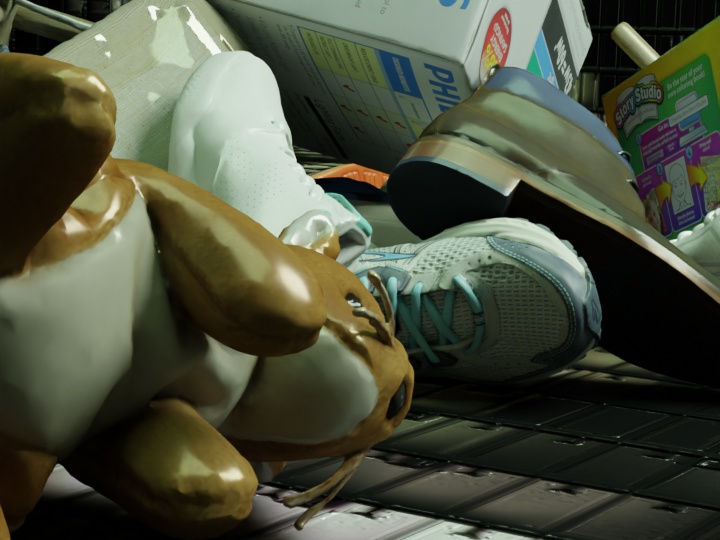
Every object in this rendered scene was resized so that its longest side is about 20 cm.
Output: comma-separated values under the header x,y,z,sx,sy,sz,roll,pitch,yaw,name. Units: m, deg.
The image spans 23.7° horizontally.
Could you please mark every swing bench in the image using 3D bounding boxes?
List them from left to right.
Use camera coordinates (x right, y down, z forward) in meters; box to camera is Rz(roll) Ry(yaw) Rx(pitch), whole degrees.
x,y,z,sx,sy,sz,roll,pitch,yaw,name
-0.164,-0.058,0.820,0.199,0.131,0.199,2,25,21,swing bench

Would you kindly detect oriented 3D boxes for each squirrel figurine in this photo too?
x,y,z,sx,sy,sz,roll,pitch,yaw,name
-0.085,0.012,0.525,0.199,0.143,0.186,11,5,40,squirrel figurine

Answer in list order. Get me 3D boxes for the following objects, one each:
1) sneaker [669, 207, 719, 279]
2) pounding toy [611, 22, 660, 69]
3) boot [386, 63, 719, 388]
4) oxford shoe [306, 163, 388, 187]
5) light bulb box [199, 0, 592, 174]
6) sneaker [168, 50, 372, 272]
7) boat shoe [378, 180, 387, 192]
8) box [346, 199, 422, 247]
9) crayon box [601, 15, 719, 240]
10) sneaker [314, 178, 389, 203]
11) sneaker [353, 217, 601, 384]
x,y,z,sx,sy,sz,roll,pitch,yaw,name
0.183,0.006,0.872,0.075,0.082,0.200,-3,7,-26,sneaker
0.290,-0.084,1.172,0.198,0.186,0.142,0,-2,-15,pounding toy
0.119,-0.026,0.796,0.199,0.075,0.097,30,51,4,boot
-0.041,-0.038,1.202,0.199,0.072,0.073,-5,5,-44,oxford shoe
0.007,-0.145,0.946,0.199,0.125,0.198,18,-15,20,light bulb box
-0.037,-0.023,0.740,0.088,0.075,0.201,-10,44,14,sneaker
0.027,-0.027,1.080,0.073,0.070,0.199,-17,14,-36,boat shoe
0.000,0.000,0.901,0.199,0.069,0.082,6,9,32,box
0.217,-0.077,0.998,0.058,0.120,0.200,-6,-10,-20,crayon box
0.013,-0.025,0.999,0.199,0.066,0.079,5,35,29,sneaker
0.011,0.025,0.763,0.199,0.078,0.086,0,18,35,sneaker
